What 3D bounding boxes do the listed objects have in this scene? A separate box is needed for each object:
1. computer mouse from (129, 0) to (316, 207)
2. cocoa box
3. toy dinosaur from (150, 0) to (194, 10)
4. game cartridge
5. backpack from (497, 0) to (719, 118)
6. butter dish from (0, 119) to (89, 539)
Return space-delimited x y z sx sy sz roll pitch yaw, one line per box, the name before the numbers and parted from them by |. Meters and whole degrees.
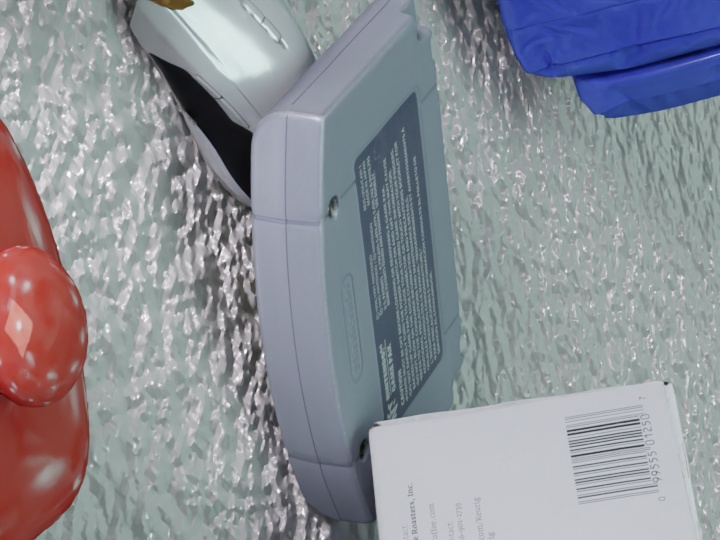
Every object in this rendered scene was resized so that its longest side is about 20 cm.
computer mouse | -0.059 -0.111 0.895 0.201 0.044 0.110 58 38 -35
cocoa box | 0.082 0.170 0.895 0.132 0.132 0.201 75 7 -51
toy dinosaur | -0.103 -0.140 0.792 0.200 0.106 0.061 -46 165 -40
game cartridge | 0.000 0.000 0.938 0.133 0.041 0.202 -56 146 -52
backpack | 0.148 -0.191 1.155 0.201 0.161 0.169 -79 156 -50
butter dish | -0.144 0.022 0.628 0.200 0.147 0.201 -26 107 -58
